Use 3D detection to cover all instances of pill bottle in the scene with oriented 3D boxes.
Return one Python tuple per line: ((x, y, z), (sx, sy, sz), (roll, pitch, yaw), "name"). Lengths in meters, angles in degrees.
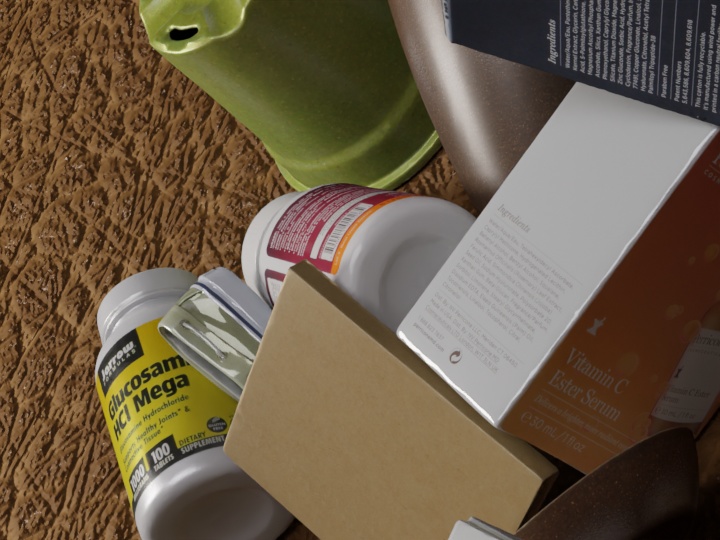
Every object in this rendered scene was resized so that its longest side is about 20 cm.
((0.000, 0.000, 1.194), (0.110, 0.110, 0.200), (-65, 24, -4), "pill bottle")
((-0.120, 0.096, 1.282), (0.112, 0.112, 0.200), (-42, 46, 19), "pill bottle")

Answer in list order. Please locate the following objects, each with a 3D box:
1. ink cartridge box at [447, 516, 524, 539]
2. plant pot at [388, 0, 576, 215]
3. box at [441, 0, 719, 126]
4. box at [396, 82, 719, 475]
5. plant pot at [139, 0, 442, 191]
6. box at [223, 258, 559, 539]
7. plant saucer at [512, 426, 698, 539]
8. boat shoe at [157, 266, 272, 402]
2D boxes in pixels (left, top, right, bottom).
((0.071, 0.231, 0.844), (0.087, 0.145, 0.200), (18, 81, 46), "ink cartridge box")
((0.113, -0.123, 1.148), (0.187, 0.187, 0.200), (-19, 71, 36), "plant pot")
((0.160, -0.173, 0.970), (0.200, 0.104, 0.148), (20, 53, 21), "box")
((0.149, 0.007, 1.044), (0.200, 0.152, 0.106), (-54, 42, 7), "box")
((-0.048, -0.171, 1.303), (0.200, 0.184, 0.200), (-21, 56, 35), "plant pot")
((0.011, 0.112, 1.100), (0.200, 0.021, 0.164), (40, 132, 21), "box")
((0.112, 0.164, 0.980), (0.200, 0.200, 0.037), (-47, 67, 15), "plant saucer")
((-0.049, 0.084, 1.204), (0.062, 0.072, 0.200), (-42, 72, -16), "boat shoe")
